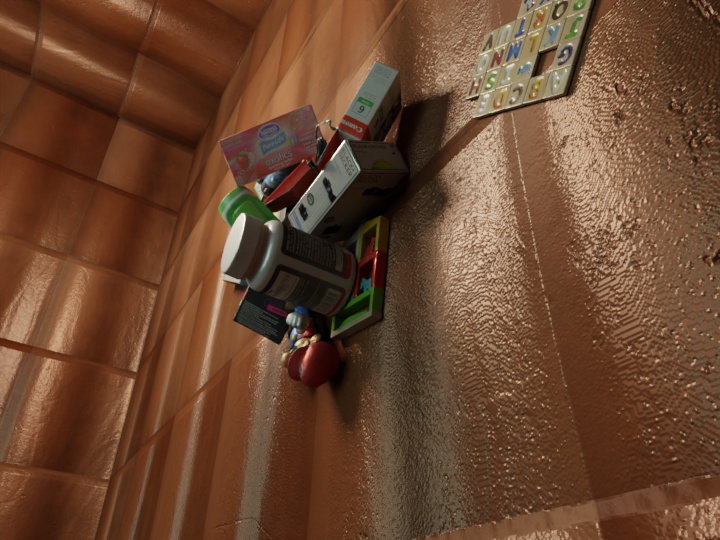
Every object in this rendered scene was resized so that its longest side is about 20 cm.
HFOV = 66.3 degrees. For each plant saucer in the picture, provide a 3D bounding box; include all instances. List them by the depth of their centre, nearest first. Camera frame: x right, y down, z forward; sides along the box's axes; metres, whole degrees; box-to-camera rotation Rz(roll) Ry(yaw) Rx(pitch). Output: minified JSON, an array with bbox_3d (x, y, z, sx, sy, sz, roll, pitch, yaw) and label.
[{"bbox_3d":[-0.117,-0.203,1.182,0.201,0.037,0.198,-52,18,-24],"label":"plant saucer"}]

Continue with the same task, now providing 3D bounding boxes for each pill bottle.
[{"bbox_3d":[-0.114,-0.010,0.881,0.114,0.196,0.117,-42,37,42],"label":"pill bottle"}]

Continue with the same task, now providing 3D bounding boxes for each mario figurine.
[{"bbox_3d":[-0.106,0.122,0.915,0.105,0.124,0.200,-40,25,3],"label":"mario figurine"}]

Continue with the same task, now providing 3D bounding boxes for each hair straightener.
[{"bbox_3d":[-0.071,-0.182,0.987,0.041,0.075,0.203,-49,-21,-40],"label":"hair straightener"}]

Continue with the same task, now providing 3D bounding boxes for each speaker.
[{"bbox_3d":[-0.203,-0.079,1.148,0.088,0.200,0.088,-43,-2,-1],"label":"speaker"}]

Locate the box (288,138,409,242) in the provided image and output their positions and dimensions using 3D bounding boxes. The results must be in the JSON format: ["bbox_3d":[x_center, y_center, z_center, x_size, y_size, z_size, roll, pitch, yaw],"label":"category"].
[{"bbox_3d":[-0.024,-0.126,0.915,0.200,0.115,0.061,-44,65,41],"label":"box"}]

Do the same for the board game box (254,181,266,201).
[{"bbox_3d":[-0.248,-0.308,1.592,0.204,0.028,0.135,-64,26,14],"label":"board game box"}]

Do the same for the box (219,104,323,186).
[{"bbox_3d":[-0.176,-0.251,1.109,0.195,0.097,0.103,-24,16,-6],"label":"box"}]

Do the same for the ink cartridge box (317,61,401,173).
[{"bbox_3d":[0.003,-0.227,0.918,0.204,0.049,0.109,-62,-13,-11],"label":"ink cartridge box"}]

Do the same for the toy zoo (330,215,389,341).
[{"bbox_3d":[0.000,0.000,0.900,0.130,0.020,0.206,-33,44,52],"label":"toy zoo"}]

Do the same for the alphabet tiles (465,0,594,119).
[{"bbox_3d":[0.210,-0.285,0.705,0.199,0.007,0.172,10,81,64],"label":"alphabet tiles"}]

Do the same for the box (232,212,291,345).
[{"bbox_3d":[-0.147,0.014,1.049,0.203,0.104,0.123,-60,8,19],"label":"box"}]

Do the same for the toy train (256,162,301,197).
[{"bbox_3d":[-0.193,-0.263,1.366,0.200,0.086,0.116,-46,17,40],"label":"toy train"}]

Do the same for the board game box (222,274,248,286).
[{"bbox_3d":[-0.321,-0.035,1.530,0.199,0.039,0.158,5,77,63],"label":"board game box"}]

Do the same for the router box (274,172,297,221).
[{"bbox_3d":[-0.187,-0.104,1.304,0.156,0.051,0.206,-34,43,50],"label":"router box"}]
